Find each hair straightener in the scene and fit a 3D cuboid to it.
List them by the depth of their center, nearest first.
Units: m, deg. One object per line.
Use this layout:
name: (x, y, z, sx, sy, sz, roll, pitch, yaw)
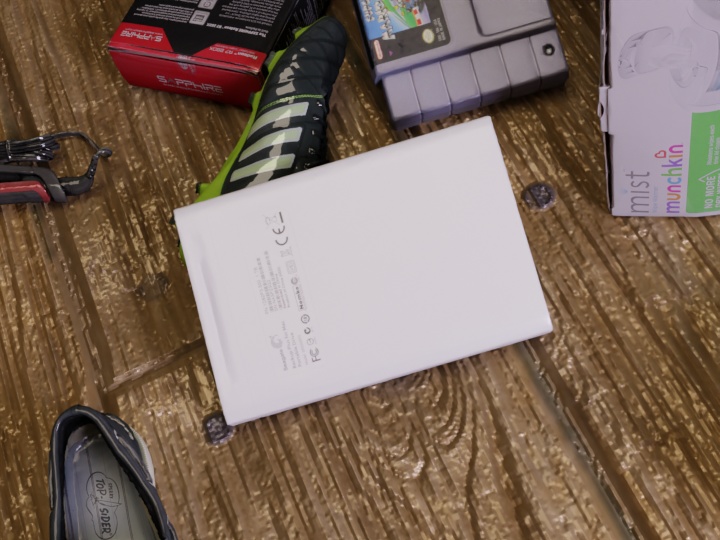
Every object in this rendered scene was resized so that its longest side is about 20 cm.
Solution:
hair straightener: (-0.267, -0.079, 0.858, 0.197, 0.041, 0.078, -6, 56, 8)

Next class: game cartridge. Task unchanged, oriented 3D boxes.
game cartridge: (0.054, -0.207, 0.832, 0.128, 0.038, 0.203, -14, 79, -2)

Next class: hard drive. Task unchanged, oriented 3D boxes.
hard drive: (0.000, 0.000, 0.728, 0.197, 0.026, 0.134, -16, 81, 1)

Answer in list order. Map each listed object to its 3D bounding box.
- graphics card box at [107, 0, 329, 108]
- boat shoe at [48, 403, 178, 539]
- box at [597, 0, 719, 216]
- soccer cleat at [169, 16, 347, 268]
graphics card box: (-0.085, -0.214, 0.901, 0.124, 0.051, 0.202, 12, 62, 20)
boat shoe: (-0.131, 0.159, 0.657, 0.073, 0.066, 0.201, -15, 55, 1)
box: (0.185, -0.162, 0.718, 0.095, 0.201, 0.179, -2, 56, 11)
soccer cleat: (-0.047, -0.075, 0.799, 0.080, 0.068, 0.202, 23, 71, 14)
